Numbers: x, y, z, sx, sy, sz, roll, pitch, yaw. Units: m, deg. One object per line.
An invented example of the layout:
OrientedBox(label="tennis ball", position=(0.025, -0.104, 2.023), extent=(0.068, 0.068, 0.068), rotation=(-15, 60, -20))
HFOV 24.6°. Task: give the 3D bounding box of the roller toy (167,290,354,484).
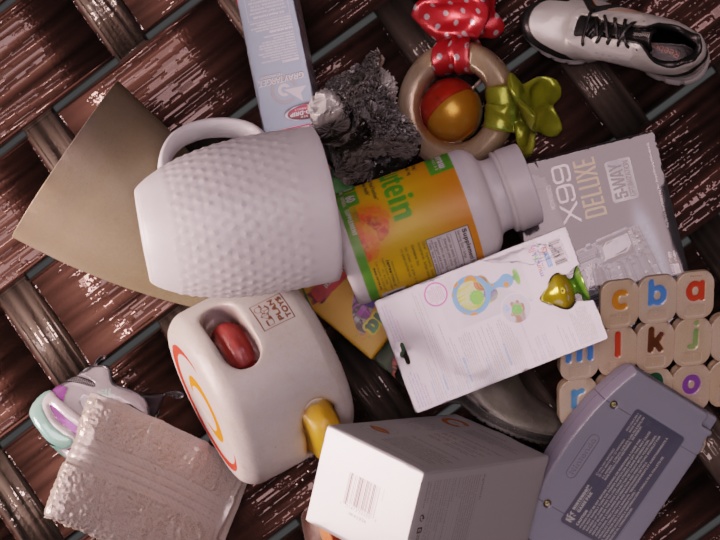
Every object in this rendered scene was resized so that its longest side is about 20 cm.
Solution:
OrientedBox(label="roller toy", position=(-0.092, 0.101, 1.613), extent=(0.139, 0.200, 0.184), rotation=(-27, 100, -15))

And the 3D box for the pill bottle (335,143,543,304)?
OrientedBox(label="pill bottle", position=(0.072, -0.052, 1.608), extent=(0.198, 0.111, 0.112), rotation=(-20, 85, 0))

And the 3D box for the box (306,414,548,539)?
OrientedBox(label="box", position=(0.065, 0.206, 1.559), extent=(0.124, 0.199, 0.098), rotation=(21, 103, 39))

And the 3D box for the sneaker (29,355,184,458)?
OrientedBox(label="sneaker", position=(-0.228, 0.178, 1.681), extent=(0.140, 0.078, 0.201), rotation=(-37, 97, -9))

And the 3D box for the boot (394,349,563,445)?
OrientedBox(label="boot", position=(0.142, 0.086, 1.647), extent=(0.198, 0.068, 0.132), rotation=(23, 99, -3))

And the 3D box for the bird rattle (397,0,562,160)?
OrientedBox(label="bird rattle", position=(0.104, -0.185, 1.674), extent=(0.163, 0.113, 0.200), rotation=(-43, 81, 17))

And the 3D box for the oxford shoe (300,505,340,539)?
OrientedBox(label="oxford shoe", position=(-0.009, 0.326, 1.663), extent=(0.071, 0.073, 0.202), rotation=(-9, 80, -39))

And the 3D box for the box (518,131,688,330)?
OrientedBox(label="box", position=(0.244, -0.024, 1.675), extent=(0.156, 0.050, 0.202), rotation=(-13, 86, 2))

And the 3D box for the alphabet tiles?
OrientedBox(label="alphabet tiles", position=(0.290, 0.097, 1.637), extent=(0.198, 0.015, 0.198), rotation=(-6, 110, -11))

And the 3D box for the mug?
OrientedBox(label="mug", position=(-0.123, -0.067, 1.547), extent=(0.174, 0.148, 0.201), rotation=(-11, 52, -10))

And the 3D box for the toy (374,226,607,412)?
OrientedBox(label="toy", position=(0.127, 0.048, 1.599), extent=(0.198, 0.047, 0.116), rotation=(-22, 86, 8))

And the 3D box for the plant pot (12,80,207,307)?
OrientedBox(label="plant pot", position=(-0.215, -0.054, 1.655), extent=(0.199, 0.187, 0.188), rotation=(35, 89, -7))

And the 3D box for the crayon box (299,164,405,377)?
OrientedBox(label="crayon box", position=(0.000, 0.000, 1.689), extent=(0.200, 0.051, 0.127), rotation=(39, 89, 5))

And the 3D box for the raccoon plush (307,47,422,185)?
OrientedBox(label="raccoon plush", position=(-0.005, -0.178, 1.626), extent=(0.096, 0.200, 0.135), rotation=(-19, 66, 3))

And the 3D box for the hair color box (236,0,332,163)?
OrientedBox(label="hair color box", position=(-0.079, -0.207, 1.683), extent=(0.060, 0.099, 0.202), rotation=(-12, 85, 3))

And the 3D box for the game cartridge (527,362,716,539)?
OrientedBox(label="game cartridge", position=(0.248, 0.196, 1.632), extent=(0.133, 0.042, 0.201), rotation=(31, 97, -16))

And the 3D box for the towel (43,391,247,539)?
OrientedBox(label="towel", position=(-0.208, 0.219, 1.638), extent=(0.199, 0.034, 0.134), rotation=(29, 71, -30))

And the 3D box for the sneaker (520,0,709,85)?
OrientedBox(label="sneaker", position=(0.261, -0.242, 1.675), extent=(0.198, 0.080, 0.075), rotation=(11, 89, 6))
